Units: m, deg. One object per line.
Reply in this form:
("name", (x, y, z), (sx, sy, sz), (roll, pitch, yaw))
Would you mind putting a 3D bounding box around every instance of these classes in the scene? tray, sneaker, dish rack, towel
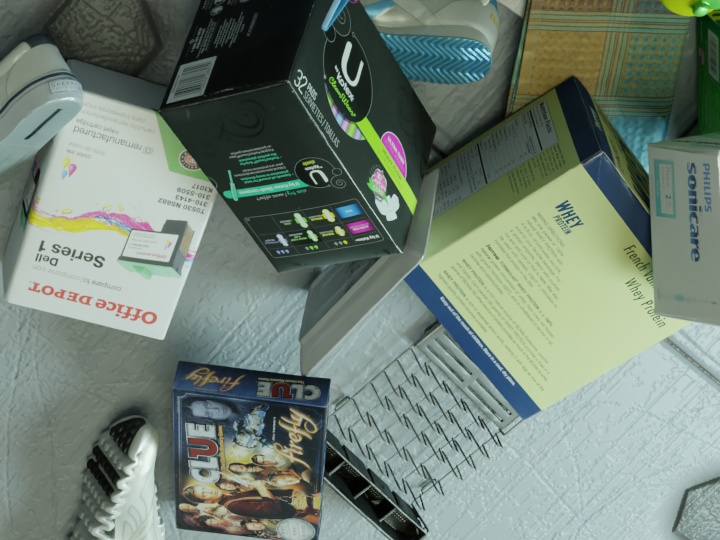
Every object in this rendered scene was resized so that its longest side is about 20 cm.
("tray", (0.000, 0.000, 1.581), (0.022, 0.107, 0.200), (27, 135, -18))
("sneaker", (-0.295, -0.121, 1.504), (0.200, 0.071, 0.073), (-31, 159, 34))
("dish rack", (0.063, 0.145, 1.734), (0.200, 0.055, 0.153), (-41, 117, 9))
("sneaker", (0.016, -0.210, 1.546), (0.200, 0.081, 0.077), (11, 145, 5))
("sneaker", (-0.215, 0.221, 1.712), (0.081, 0.075, 0.200), (6, 117, -29))
("towel", (0.203, -0.165, 1.610), (0.147, 0.022, 0.200), (3, 123, -7))

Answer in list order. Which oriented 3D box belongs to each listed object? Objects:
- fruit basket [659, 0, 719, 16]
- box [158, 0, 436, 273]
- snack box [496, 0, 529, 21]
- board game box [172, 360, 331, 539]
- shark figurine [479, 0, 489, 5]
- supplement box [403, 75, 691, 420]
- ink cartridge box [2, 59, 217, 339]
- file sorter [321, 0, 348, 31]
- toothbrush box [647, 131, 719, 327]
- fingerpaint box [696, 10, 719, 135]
("fruit basket", (0.245, -0.297, 1.479), (0.215, 0.216, 0.156), (-8, 117, -8))
("box", (-0.045, -0.120, 1.493), (0.124, 0.149, 0.200), (-9, 136, 29))
("snack box", (0.185, -0.229, 1.596), (0.200, 0.024, 0.072), (31, 107, -23))
("board game box", (-0.099, 0.166, 1.668), (0.135, 0.035, 0.200), (6, 135, 3))
("shark figurine", (0.022, -0.261, 1.510), (0.214, 0.090, 0.128), (-22, 115, 2))
("supplement box", (0.164, -0.018, 1.610), (0.200, 0.134, 0.200), (-32, 120, 16))
("ink cartridge box", (-0.205, -0.057, 1.566), (0.145, 0.084, 0.200), (15, 111, -18))
("file sorter", (-0.064, -0.290, 1.357), (0.200, 0.123, 0.139), (31, 139, -1))
("toothbrush box", (0.339, -0.044, 1.540), (0.200, 0.085, 0.147), (-13, 103, -35))
("fingerpaint box", (0.388, -0.146, 1.650), (0.167, 0.073, 0.200), (-10, 117, -6))
